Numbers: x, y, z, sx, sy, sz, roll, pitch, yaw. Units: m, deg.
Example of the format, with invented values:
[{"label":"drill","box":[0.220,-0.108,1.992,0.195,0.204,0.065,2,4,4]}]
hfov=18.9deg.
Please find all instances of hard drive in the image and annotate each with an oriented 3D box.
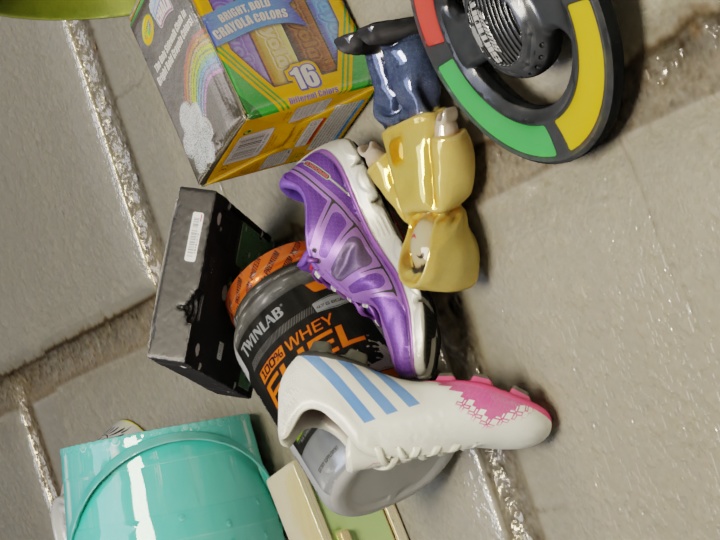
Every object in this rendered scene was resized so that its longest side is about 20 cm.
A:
[{"label":"hard drive","box":[-0.118,0.022,1.756,0.200,0.038,0.140,40,-121,-73]}]

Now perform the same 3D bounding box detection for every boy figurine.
[{"label":"boy figurine","box":[0.037,-0.080,1.566,0.124,0.064,0.201,-7,96,58]}]

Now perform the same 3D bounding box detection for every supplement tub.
[{"label":"supplement tub","box":[-0.020,0.081,1.686,0.200,0.122,0.123,56,147,29]}]

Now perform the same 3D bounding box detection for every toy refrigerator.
[{"label":"toy refrigerator","box":[0.001,0.246,1.785,0.070,0.076,0.200,-41,68,59]}]

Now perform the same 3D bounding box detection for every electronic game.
[{"label":"electronic game","box":[0.098,-0.163,1.407,0.200,0.042,0.200,39,144,35]}]

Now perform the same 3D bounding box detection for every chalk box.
[{"label":"chalk box","box":[-0.093,-0.189,1.679,0.200,0.124,0.124,67,152,15]}]

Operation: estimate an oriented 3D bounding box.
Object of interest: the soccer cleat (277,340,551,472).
[{"label":"soccer cleat","box":[0.035,0.114,1.557,0.070,0.199,0.087,77,-153,-62]}]

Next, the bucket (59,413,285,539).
[{"label":"bucket","box":[-0.174,0.211,1.957,0.207,0.207,0.135,-19,81,62]}]

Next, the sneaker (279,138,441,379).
[{"label":"sneaker","box":[0.000,0.000,1.631,0.200,0.083,0.081,64,-177,21]}]

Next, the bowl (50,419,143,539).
[{"label":"bowl","box":[-0.260,0.263,2.242,0.201,0.094,0.201,34,132,49]}]

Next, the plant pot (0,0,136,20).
[{"label":"plant pot","box":[-0.231,-0.324,1.806,0.200,0.200,0.194,-12,82,62]}]
